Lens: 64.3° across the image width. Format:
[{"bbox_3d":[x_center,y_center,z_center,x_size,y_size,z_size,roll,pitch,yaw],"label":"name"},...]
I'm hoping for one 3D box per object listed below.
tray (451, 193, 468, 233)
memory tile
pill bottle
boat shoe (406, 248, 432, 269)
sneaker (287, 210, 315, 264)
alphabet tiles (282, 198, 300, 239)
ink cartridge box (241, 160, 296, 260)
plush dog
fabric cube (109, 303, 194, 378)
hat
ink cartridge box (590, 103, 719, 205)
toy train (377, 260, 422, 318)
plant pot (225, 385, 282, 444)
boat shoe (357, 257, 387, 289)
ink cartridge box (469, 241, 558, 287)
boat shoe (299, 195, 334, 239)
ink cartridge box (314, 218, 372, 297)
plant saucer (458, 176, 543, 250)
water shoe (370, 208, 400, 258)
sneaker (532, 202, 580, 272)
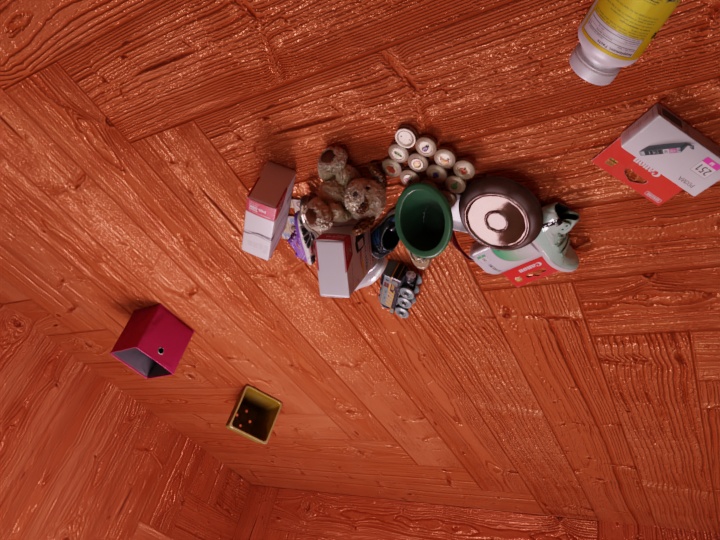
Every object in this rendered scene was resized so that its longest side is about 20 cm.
[{"bbox_3d":[0.267,-0.134,1.359,0.196,0.022,0.109,14,136,18],"label":"tray"},{"bbox_3d":[0.150,-0.231,1.292,0.197,0.017,0.154,29,142,-1],"label":"memory tile"},{"bbox_3d":[0.416,-0.400,0.898,0.110,0.114,0.201,20,144,-2],"label":"pill bottle"},{"bbox_3d":[0.151,-0.053,1.490,0.070,0.066,0.201,7,151,13],"label":"boat shoe"},{"bbox_3d":[-0.166,-0.089,1.576,0.082,0.082,0.202,16,145,12],"label":"sneaker"},{"bbox_3d":[-0.142,-0.133,1.577,0.195,0.008,0.169,9,142,15],"label":"alphabet tiles"},{"bbox_3d":[-0.237,-0.151,1.468,0.081,0.149,0.202,20,139,-1],"label":"ink cartridge box"},{"bbox_3d":[-0.019,-0.172,1.363,0.168,0.205,0.160,16,179,20],"label":"plush dog"},{"bbox_3d":[-0.809,0.279,2.239,0.197,0.202,0.197,-13,133,36],"label":"fabric cube"},{"bbox_3d":[0.193,-0.126,1.375,0.165,0.174,0.203,34,127,30],"label":"hat"},{"bbox_3d":[0.588,-0.209,1.127,0.197,0.044,0.174,28,141,-12],"label":"ink cartridge box"},{"bbox_3d":[0.109,0.056,1.654,0.112,0.086,0.202,25,147,12],"label":"toy train"},{"bbox_3d":[-0.507,0.670,2.623,0.192,0.198,0.199,31,149,-17],"label":"plant pot"},{"bbox_3d":[0.000,0.000,1.641,0.068,0.073,0.199,34,150,-21],"label":"boat shoe"},{"bbox_3d":[0.397,-0.022,1.448,0.199,0.051,0.160,40,139,-23],"label":"ink cartridge box"},{"bbox_3d":[-0.098,-0.127,1.505,0.070,0.077,0.201,-3,148,21],"label":"boat shoe"},{"bbox_3d":[-0.038,-0.042,1.453,0.081,0.200,0.149,2,114,19],"label":"ink cartridge box"},{"bbox_3d":[0.312,-0.118,1.301,0.197,0.032,0.203,20,138,19],"label":"plant saucer"},{"bbox_3d":[0.062,-0.080,1.492,0.070,0.080,0.201,22,144,-5],"label":"water shoe"},{"bbox_3d":[0.470,-0.074,1.319,0.199,0.075,0.117,38,146,-20],"label":"sneaker"}]
